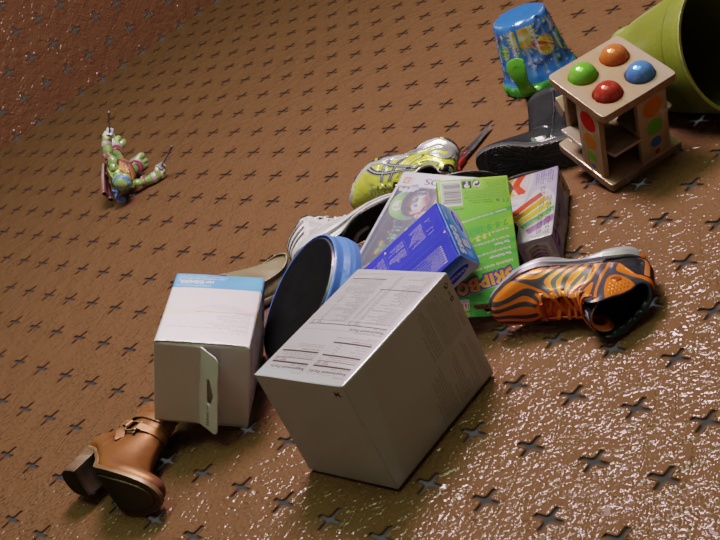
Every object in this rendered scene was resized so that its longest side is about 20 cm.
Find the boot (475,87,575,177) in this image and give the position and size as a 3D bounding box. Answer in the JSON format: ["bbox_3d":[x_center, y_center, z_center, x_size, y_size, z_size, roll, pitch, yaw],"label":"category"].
[{"bbox_3d":[0.268,-0.224,1.836,0.164,0.066,0.200,-5,37,14],"label":"boot"}]

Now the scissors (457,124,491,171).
[{"bbox_3d":[0.171,-0.184,1.926,0.200,0.014,0.073,-39,26,-25],"label":"scissors"}]

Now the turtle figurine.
[{"bbox_3d":[-0.484,-0.251,2.514,0.144,0.200,0.194,4,16,-15],"label":"turtle figurine"}]

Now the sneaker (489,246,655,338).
[{"bbox_3d":[0.246,0.035,1.375,0.200,0.078,0.112,-19,26,16],"label":"sneaker"}]

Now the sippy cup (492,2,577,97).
[{"bbox_3d":[0.297,-0.392,2.056,0.139,0.130,0.178,-28,26,-1],"label":"sippy cup"}]

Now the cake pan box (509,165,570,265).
[{"bbox_3d":[0.192,-0.055,1.624,0.184,0.052,0.200,-17,28,24],"label":"cake pan box"}]

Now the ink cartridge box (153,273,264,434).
[{"bbox_3d":[-0.199,0.109,1.550,0.125,0.129,0.200,4,29,1],"label":"ink cartridge box"}]

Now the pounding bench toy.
[{"bbox_3d":[0.335,-0.245,1.654,0.124,0.156,0.200,-31,46,-11],"label":"pounding bench toy"}]

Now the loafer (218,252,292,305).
[{"bbox_3d":[-0.181,0.029,1.795,0.200,0.068,0.076,-38,28,-21],"label":"loafer"}]

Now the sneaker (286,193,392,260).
[{"bbox_3d":[-0.030,-0.076,1.814,0.200,0.076,0.115,-33,41,-8],"label":"sneaker"}]

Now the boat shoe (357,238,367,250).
[{"bbox_3d":[0.002,0.002,1.687,0.201,0.074,0.063,-38,-7,-4],"label":"boat shoe"}]

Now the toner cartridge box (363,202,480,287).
[{"bbox_3d":[0.057,0.014,1.502,0.200,0.043,0.095,-42,48,27],"label":"toner cartridge box"}]

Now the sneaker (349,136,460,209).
[{"bbox_3d":[0.064,-0.145,1.867,0.200,0.075,0.076,-27,30,25],"label":"sneaker"}]

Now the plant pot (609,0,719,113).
[{"bbox_3d":[0.468,-0.314,1.714,0.200,0.201,0.193,-40,17,-25],"label":"plant pot"}]

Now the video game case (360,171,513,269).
[{"bbox_3d":[0.091,-0.048,1.595,0.182,0.023,0.200,8,60,40],"label":"video game case"}]

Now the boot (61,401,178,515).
[{"bbox_3d":[-0.276,0.236,1.514,0.200,0.077,0.155,-7,28,49],"label":"boot"}]

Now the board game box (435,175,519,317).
[{"bbox_3d":[0.153,-0.029,1.510,0.095,0.030,0.200,-4,61,1],"label":"board game box"}]

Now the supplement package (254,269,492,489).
[{"bbox_3d":[0.018,0.118,1.348,0.150,0.152,0.200,2,38,46],"label":"supplement package"}]

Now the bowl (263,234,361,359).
[{"bbox_3d":[-0.068,0.043,1.574,0.201,0.039,0.201,-46,30,37],"label":"bowl"}]

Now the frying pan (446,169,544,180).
[{"bbox_3d":[0.184,-0.120,1.759,0.190,0.031,0.115,0,-19,-24],"label":"frying pan"}]
